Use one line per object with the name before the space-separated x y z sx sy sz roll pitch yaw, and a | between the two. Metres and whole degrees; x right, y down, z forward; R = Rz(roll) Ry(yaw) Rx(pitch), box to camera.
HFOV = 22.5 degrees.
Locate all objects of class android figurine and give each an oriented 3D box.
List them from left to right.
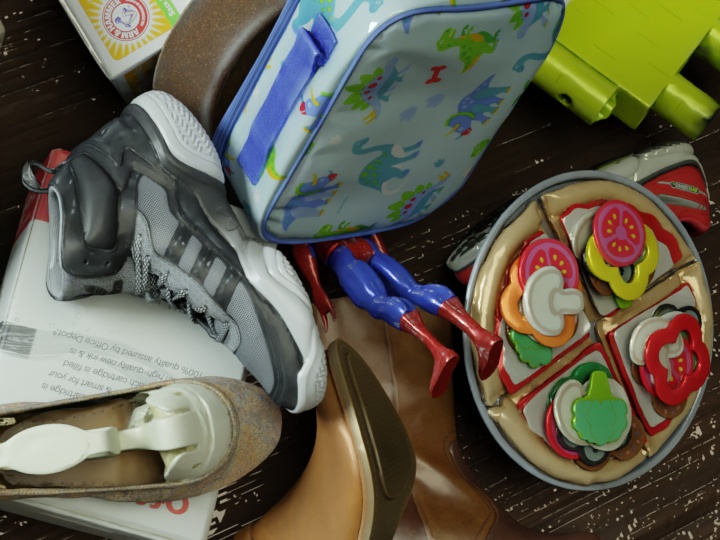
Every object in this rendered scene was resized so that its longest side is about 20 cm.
android figurine | 0.171 -0.179 1.222 0.200 0.041 0.182 40 62 5

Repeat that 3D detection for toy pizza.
toy pizza | 0.151 0.037 1.130 0.199 0.032 0.202 1 89 -31

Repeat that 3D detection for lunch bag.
lunch bag | 0.011 -0.106 1.024 0.160 0.200 0.083 -12 58 -38

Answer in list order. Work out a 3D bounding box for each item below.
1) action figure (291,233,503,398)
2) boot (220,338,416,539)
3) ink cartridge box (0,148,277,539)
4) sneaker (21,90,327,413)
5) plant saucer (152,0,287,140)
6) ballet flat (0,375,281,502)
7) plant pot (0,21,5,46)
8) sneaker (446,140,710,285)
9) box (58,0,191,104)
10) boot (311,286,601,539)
action figure | 0.000 0.000 1.095 0.065 0.052 0.200 -20 52 -35
boot | -0.042 0.152 1.047 0.154 0.074 0.201 -19 74 21
ink cartridge box | -0.144 0.052 1.054 0.144 0.084 0.201 18 72 -16
sneaker | -0.107 0.007 0.994 0.113 0.075 0.201 -28 82 -24
plant saucer | -0.028 -0.127 1.077 0.199 0.201 0.035 -20 57 -22
ballet flat | -0.128 0.094 0.969 0.199 0.067 0.069 -9 83 -22
plant pot | -0.304 -0.124 0.967 0.177 0.200 0.200 42 68 -3
sneaker | 0.152 -0.023 1.183 0.199 0.077 0.085 -21 91 -22
box | -0.087 -0.198 1.087 0.199 0.112 0.102 -31 89 -4
boot | 0.058 0.110 1.140 0.187 0.069 0.201 -3 70 -16
